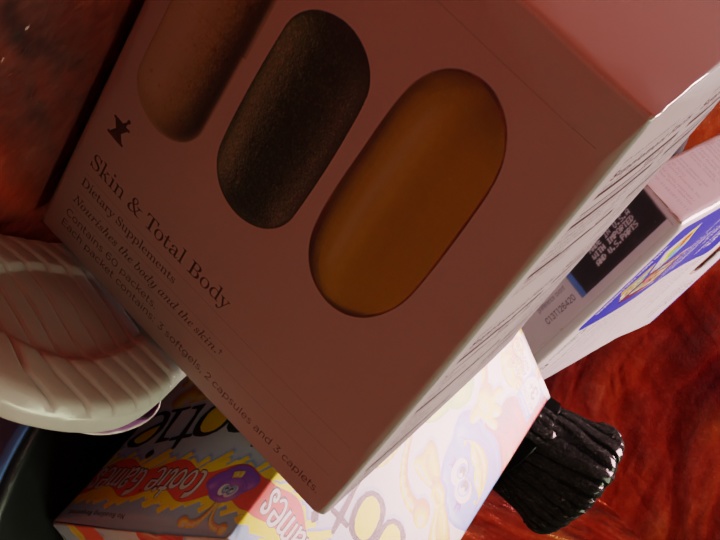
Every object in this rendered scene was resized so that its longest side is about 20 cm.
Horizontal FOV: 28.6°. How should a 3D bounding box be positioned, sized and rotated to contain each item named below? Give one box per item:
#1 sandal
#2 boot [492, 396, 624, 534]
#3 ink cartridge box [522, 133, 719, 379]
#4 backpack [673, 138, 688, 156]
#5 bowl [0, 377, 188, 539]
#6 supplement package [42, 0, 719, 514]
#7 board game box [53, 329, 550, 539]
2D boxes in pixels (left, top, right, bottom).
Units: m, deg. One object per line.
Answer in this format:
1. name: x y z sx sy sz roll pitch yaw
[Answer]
1. sandal: -0.103 0.029 0.508 0.050 0.082 0.202 -47 169 14
2. boot: 0.070 0.108 0.946 0.080 0.157 0.211 -60 -171 -14
3. ink cartridge box: 0.163 -0.008 0.824 0.199 0.047 0.198 -26 161 -45
4. backpack: 0.132 -0.089 0.880 0.178 0.150 0.200 -54 160 1
5. bowl: -0.118 0.106 0.616 0.200 0.039 0.203 -40 138 -49
6. supplement package: 0.018 -0.057 0.487 0.150 0.152 0.201 -35 166 -48
7. board game box: -0.016 0.080 0.612 0.102 0.106 0.200 -4 -147 40
